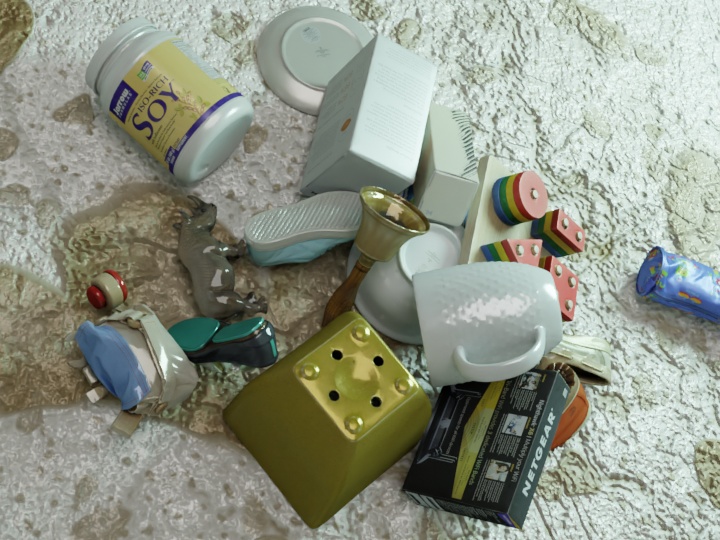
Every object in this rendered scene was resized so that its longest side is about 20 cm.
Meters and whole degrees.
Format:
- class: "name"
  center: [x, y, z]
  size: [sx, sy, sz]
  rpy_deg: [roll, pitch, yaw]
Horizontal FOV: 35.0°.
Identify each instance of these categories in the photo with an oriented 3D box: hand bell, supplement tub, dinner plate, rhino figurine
- class: "hand bell"
  center: [0.000, 0.000, 1.512]
  size: [0.104, 0.201, 0.104]
  rpy_deg: [25, 23, -11]
- class: "supplement tub"
  center: [-0.261, -0.233, 1.561]
  size: [0.200, 0.146, 0.145]
  rpy_deg: [42, 62, 6]
- class: "dinner plate"
  center: [-0.057, -0.323, 1.731]
  size: [0.199, 0.024, 0.201]
  rpy_deg: [6, 63, -13]
- class: "rhino figurine"
  center: [-0.198, -0.018, 1.527]
  size: [0.087, 0.060, 0.201]
  rpy_deg: [-14, 69, -24]

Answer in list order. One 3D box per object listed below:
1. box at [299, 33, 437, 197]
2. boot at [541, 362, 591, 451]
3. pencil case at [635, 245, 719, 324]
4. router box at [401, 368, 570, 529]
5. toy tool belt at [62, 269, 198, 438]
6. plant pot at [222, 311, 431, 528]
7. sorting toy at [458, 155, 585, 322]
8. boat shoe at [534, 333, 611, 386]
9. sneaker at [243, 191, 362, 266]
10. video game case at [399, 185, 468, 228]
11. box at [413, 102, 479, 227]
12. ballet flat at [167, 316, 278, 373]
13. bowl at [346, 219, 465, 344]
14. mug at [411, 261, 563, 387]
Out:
- class: "box"
  center: [0.012, -0.199, 1.607]
  size: [0.106, 0.152, 0.201]
  rpy_deg: [24, 62, -22]
- class: "boot"
  center: [0.232, 0.227, 1.526]
  size: [0.200, 0.107, 0.075]
  rpy_deg: [-47, 48, -4]
- class: "pencil case"
  center: [0.509, 0.036, 1.690]
  size: [0.199, 0.078, 0.087]
  rpy_deg: [22, 39, -4]
- class: "router box"
  center: [0.162, 0.216, 1.465]
  size: [0.157, 0.052, 0.201]
  rpy_deg: [6, 60, 37]
- class: "toy tool belt"
  center: [-0.302, 0.101, 1.408]
  size: [0.123, 0.125, 0.200]
  rpy_deg: [-32, 77, -35]
- class: "plant pot"
  center: [-0.026, 0.165, 1.411]
  size: [0.195, 0.200, 0.194]
  rpy_deg: [-35, 79, -27]
- class: "sorting toy"
  center: [0.235, -0.034, 1.596]
  size: [0.199, 0.069, 0.201]
  rpy_deg: [36, 55, -36]
- class: "boat shoe"
  center: [0.259, 0.123, 1.586]
  size: [0.199, 0.072, 0.065]
  rpy_deg: [8, 62, -18]
- class: "sneaker"
  center: [-0.061, -0.052, 1.567]
  size: [0.199, 0.082, 0.074]
  rpy_deg: [-9, 57, -8]
- class: "video game case"
  center: [0.146, -0.087, 1.680]
  size: [0.199, 0.018, 0.144]
  rpy_deg: [16, 63, -8]
- class: "box"
  center: [0.116, -0.152, 1.610]
  size: [0.068, 0.082, 0.200]
  rpy_deg: [15, 35, -11]
- class: "ballet flat"
  center: [-0.172, 0.098, 1.431]
  size: [0.073, 0.199, 0.074]
  rpy_deg: [5, 83, -43]
- class: "bowl"
  center: [0.087, -0.006, 1.573]
  size: [0.200, 0.090, 0.202]
  rpy_deg: [4, 70, -11]
- class: "mug"
  center: [0.164, 0.074, 1.431]
  size: [0.174, 0.148, 0.200]
  rpy_deg: [-11, 28, 3]
